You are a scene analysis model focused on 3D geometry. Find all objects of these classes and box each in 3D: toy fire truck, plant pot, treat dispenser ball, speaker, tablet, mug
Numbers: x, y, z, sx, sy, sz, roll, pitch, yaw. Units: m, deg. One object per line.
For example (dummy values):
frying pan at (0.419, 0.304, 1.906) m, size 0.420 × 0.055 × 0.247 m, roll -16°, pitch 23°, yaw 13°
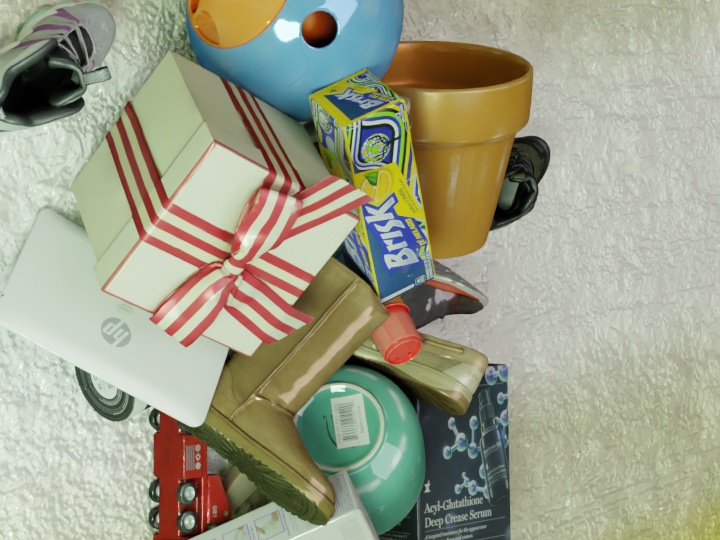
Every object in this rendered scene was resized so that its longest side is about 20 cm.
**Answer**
toy fire truck at (-0.129, 0.209, 1.587) m, size 0.140 × 0.049 × 0.202 m, roll 2°, pitch 87°, yaw -47°
plant pot at (0.070, -0.118, 1.713) m, size 0.200 × 0.199 × 0.185 m, roll -21°, pitch 120°, yaw -45°
treat dispenser ball at (-0.060, -0.237, 1.553) m, size 0.200 × 0.200 × 0.203 m, roll 0°, pitch 89°, yaw -46°
speaker at (-0.157, 0.062, 1.536) m, size 0.199 × 0.081 × 0.082 m, roll -26°, pitch 108°, yaw -44°
tablet at (-0.204, 0.039, 1.452) m, size 0.199 × 0.014 × 0.131 m, roll 30°, pitch 47°, yaw -15°
mug at (-0.029, 0.158, 1.611) m, size 0.152 × 0.184 × 0.115 m, roll -53°, pitch 162°, yaw -17°

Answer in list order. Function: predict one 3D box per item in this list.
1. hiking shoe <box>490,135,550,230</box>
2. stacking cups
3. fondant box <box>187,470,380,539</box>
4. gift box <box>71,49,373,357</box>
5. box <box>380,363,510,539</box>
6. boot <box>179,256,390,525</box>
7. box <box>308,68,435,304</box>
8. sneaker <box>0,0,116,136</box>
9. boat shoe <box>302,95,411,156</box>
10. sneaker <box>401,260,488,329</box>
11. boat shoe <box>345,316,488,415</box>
hiking shoe at (0.165, -0.087, 1.863) m, size 0.200 × 0.100 × 0.076 m, roll -41°, pitch 119°, yaw -39°
stacking cups at (0.000, 0.000, 1.630) m, size 0.060 × 0.061 × 0.201 m, roll 16°, pitch 35°, yaw -45°
fondant box at (-0.074, 0.281, 1.536) m, size 0.199 × 0.058 × 0.145 m, roll -25°, pitch 129°, yaw -1°
gift box at (-0.110, -0.051, 1.450) m, size 0.199 × 0.187 × 0.185 m, roll 22°, pitch 115°, yaw -32°
box at (0.069, 0.197, 1.755) m, size 0.148 × 0.107 × 0.202 m, roll -2°, pitch 90°, yaw -46°
boot at (-0.040, 0.099, 1.505) m, size 0.175 × 0.066 × 0.200 m, roll 38°, pitch 65°, yaw 9°
box at (0.012, -0.072, 1.526) m, size 0.064 × 0.070 × 0.201 m, roll -26°, pitch 130°, yaw -17°
sneaker at (-0.242, -0.165, 1.402) m, size 0.200 × 0.139 × 0.078 m, roll -45°, pitch 121°, yaw -36°
boat shoe at (-0.040, -0.107, 1.596) m, size 0.072 × 0.199 × 0.060 m, roll -92°, pitch 161°, yaw -71°
sneaker at (0.050, 0.029, 1.781) m, size 0.199 × 0.077 × 0.082 m, roll 14°, pitch 106°, yaw -45°
boat shoe at (0.031, 0.074, 1.656) m, size 0.065 × 0.199 × 0.071 m, roll -59°, pitch 155°, yaw -16°
